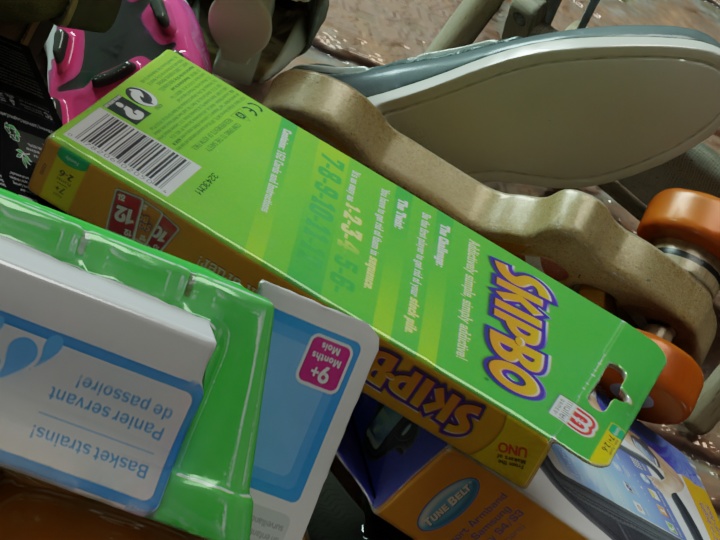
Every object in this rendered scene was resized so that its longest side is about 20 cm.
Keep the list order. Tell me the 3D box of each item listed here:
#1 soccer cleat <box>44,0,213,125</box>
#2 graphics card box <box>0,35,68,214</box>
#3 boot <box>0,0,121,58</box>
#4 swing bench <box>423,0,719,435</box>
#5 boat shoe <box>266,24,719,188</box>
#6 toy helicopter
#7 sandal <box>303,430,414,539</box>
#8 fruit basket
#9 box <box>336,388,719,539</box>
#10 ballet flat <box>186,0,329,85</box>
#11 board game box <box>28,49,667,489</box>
[{"bbox_3d":[-0.092,-0.093,1.008,0.086,0.070,0.200,44,20,-58],"label":"soccer cleat"},{"bbox_3d":[-0.120,0.006,0.775,0.125,0.051,0.200,17,44,-58],"label":"graphics card box"},{"bbox_3d":[-0.135,-0.112,0.872,0.075,0.074,0.200,4,0,-17],"label":"boot"},{"bbox_3d":[0.143,-0.077,1.067,0.199,0.200,0.130,41,31,15],"label":"swing bench"},{"bbox_3d":[0.050,-0.071,1.004,0.062,0.200,0.073,-86,159,-46],"label":"boat shoe"},{"bbox_3d":[0.044,-0.014,0.966,0.200,0.132,0.079,33,68,-15],"label":"toy helicopter"},{"bbox_3d":[-0.015,0.082,0.825,0.082,0.055,0.200,1,36,-43],"label":"sandal"},{"bbox_3d":[-0.106,0.076,0.624,0.185,0.200,0.094,23,-7,-20],"label":"fruit basket"},{"bbox_3d":[0.058,0.068,0.871,0.200,0.041,0.119,38,20,-33],"label":"box"},{"bbox_3d":[-0.046,-0.108,1.008,0.067,0.064,0.200,15,-12,-3],"label":"ballet flat"},{"bbox_3d":[0.000,0.000,0.814,0.200,0.030,0.096,29,28,7],"label":"board game box"}]
